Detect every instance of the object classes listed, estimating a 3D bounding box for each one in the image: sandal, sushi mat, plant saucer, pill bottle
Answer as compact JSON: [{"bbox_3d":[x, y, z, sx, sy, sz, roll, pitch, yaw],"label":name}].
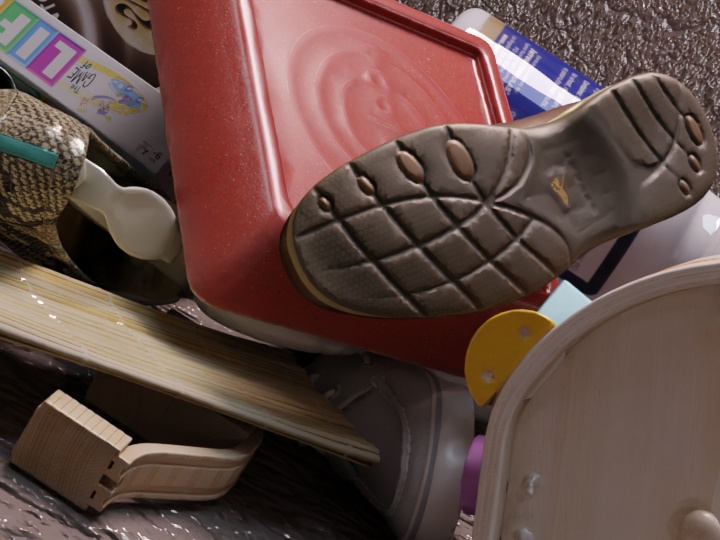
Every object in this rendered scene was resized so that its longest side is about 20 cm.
[{"bbox_3d":[-0.007,-0.002,0.817,0.082,0.050,0.202,18,12,25],"label":"sandal"},{"bbox_3d":[-0.085,0.025,0.683,0.199,0.012,0.096,24,12,-38],"label":"sushi mat"},{"bbox_3d":[0.006,-0.055,0.796,0.199,0.037,0.201,18,46,-36],"label":"plant saucer"},{"bbox_3d":[0.109,-0.039,0.968,0.199,0.116,0.116,33,10,2],"label":"pill bottle"}]

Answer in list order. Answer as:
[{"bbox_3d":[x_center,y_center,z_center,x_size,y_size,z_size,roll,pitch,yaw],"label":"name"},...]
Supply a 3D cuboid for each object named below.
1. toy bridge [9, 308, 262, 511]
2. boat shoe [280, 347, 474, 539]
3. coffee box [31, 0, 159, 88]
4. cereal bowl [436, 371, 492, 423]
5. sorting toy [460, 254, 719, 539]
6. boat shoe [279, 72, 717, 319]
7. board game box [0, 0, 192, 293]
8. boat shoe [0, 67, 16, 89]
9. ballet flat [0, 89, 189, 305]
[{"bbox_3d":[-0.071,0.055,0.701,0.067,0.027,0.200,33,10,2],"label":"toy bridge"},{"bbox_3d":[0.001,0.060,0.801,0.068,0.073,0.200,12,20,-12],"label":"boat shoe"},{"bbox_3d":[-0.125,-0.171,1.046,0.080,0.199,0.114,44,-24,54],"label":"coffee box"},{"bbox_3d":[0.035,0.023,1.012,0.199,0.084,0.200,31,10,-6],"label":"cereal bowl"},{"bbox_3d":[0.095,0.082,0.734,0.106,0.202,0.180,8,5,8],"label":"sorting toy"},{"bbox_3d":[0.051,-0.023,0.730,0.199,0.073,0.067,-19,-3,-31],"label":"boat shoe"},{"bbox_3d":[-0.153,-0.082,0.911,0.199,0.034,0.135,36,-18,18],"label":"board game box"},{"bbox_3d":[-0.173,-0.061,0.830,0.071,0.068,0.200,28,6,-18],"label":"boat shoe"},{"bbox_3d":[-0.103,-0.017,0.745,0.075,0.068,0.200,17,-10,13],"label":"ballet flat"}]
